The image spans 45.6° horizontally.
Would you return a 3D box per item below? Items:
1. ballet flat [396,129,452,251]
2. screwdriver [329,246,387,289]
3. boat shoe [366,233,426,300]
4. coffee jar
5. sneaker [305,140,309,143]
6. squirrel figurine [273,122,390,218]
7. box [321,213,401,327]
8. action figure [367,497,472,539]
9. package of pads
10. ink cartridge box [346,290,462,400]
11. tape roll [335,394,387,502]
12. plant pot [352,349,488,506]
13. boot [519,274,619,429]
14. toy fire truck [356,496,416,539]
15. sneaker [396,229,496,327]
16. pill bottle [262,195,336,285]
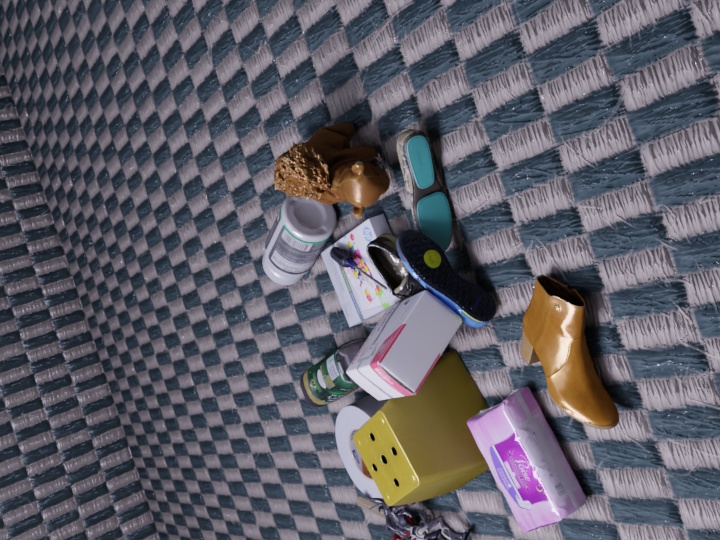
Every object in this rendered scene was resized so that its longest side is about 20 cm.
[{"bbox_3d":[0.101,-0.130,1.386,0.075,0.066,0.204,-150,42,-71],"label":"ballet flat"},{"bbox_3d":[0.000,0.000,1.540,0.029,0.028,0.199,38,178,-41],"label":"screwdriver"},{"bbox_3d":[0.080,0.025,1.459,0.200,0.064,0.074,46,124,15],"label":"boat shoe"},{"bbox_3d":[-0.044,0.209,1.722,0.200,0.103,0.087,-40,71,56],"label":"coffee jar"},{"bbox_3d":[-0.111,-0.196,1.637,0.199,0.086,0.075,-36,77,56],"label":"sneaker"},{"bbox_3d":[-0.049,-0.156,1.464,0.187,0.196,0.145,43,132,53],"label":"squirrel figurine"},{"bbox_3d":[0.011,0.005,1.601,0.199,0.041,0.159,-30,80,55],"label":"box"},{"bbox_3d":[0.114,0.470,1.623,0.197,0.102,0.121,26,134,25],"label":"action figure"},{"bbox_3d":[0.260,0.297,1.347,0.203,0.075,0.121,63,147,13],"label":"package of pads"},{"bbox_3d":[0.066,0.127,1.402,0.082,0.148,0.200,37,162,-7],"label":"ink cartridge box"},{"bbox_3d":[0.031,0.356,1.719,0.199,0.065,0.205,30,128,46],"label":"tape roll"},{"bbox_3d":[0.106,0.291,1.479,0.203,0.174,0.201,60,144,16],"label":"plant pot"},{"bbox_3d":[0.298,0.111,1.203,0.201,0.070,0.147,47,143,40],"label":"boot"},{"bbox_3d":[0.065,0.554,1.732,0.177,0.126,0.203,-57,48,51],"label":"toy fire truck"},{"bbox_3d":[0.126,0.021,1.368,0.199,0.066,0.078,42,157,-3],"label":"sneaker"},{"bbox_3d":[-0.127,-0.060,1.701,0.115,0.111,0.201,60,148,16],"label":"pill bottle"}]
